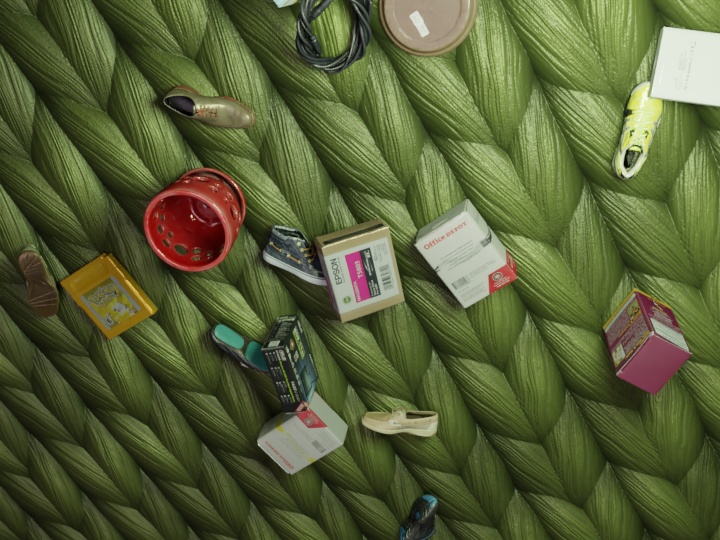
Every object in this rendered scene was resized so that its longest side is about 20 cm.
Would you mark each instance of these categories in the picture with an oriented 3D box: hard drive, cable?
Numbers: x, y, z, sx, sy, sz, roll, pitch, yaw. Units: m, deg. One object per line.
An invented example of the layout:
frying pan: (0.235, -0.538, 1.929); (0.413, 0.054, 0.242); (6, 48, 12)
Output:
hard drive: (0.667, -0.386, 1.346); (0.199, 0.026, 0.132); (9, 98, 4)
cable: (-0.053, -0.473, 1.388); (0.163, 0.051, 0.200); (-18, 144, -27)

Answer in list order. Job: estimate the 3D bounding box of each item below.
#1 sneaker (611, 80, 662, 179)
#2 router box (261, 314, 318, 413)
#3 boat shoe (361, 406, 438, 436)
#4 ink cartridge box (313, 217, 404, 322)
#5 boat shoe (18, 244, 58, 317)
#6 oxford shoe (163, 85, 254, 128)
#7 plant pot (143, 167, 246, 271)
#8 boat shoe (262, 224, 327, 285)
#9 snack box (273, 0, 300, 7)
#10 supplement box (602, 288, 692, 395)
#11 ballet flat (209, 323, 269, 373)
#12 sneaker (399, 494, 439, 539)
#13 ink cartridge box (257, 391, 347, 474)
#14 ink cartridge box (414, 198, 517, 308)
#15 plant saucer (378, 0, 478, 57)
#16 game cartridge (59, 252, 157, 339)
sneaker: (0.564, -0.277, 1.413); (0.075, 0.076, 0.201); (8, 115, 8)
router box: (-0.172, 0.234, 1.760); (0.062, 0.150, 0.200); (-9, 115, 14)
boat shoe: (0.103, 0.387, 1.839); (0.199, 0.072, 0.065); (6, 109, 4)
ink cartridge box: (0.000, 0.000, 1.621); (0.164, 0.075, 0.201); (-19, 115, -10)
boat shoe: (-0.832, 0.028, 1.827); (0.073, 0.063, 0.201); (-9, 121, -15)
oxford shoe: (-0.333, -0.346, 1.534); (0.199, 0.075, 0.071); (14, 118, 2)
plant pot: (-0.363, -0.122, 1.593); (0.200, 0.183, 0.201); (4, 117, 8)
boat shoe: (-0.131, -0.036, 1.658); (0.200, 0.071, 0.091); (21, 122, 1)
snack box: (-0.094, -0.551, 1.317); (0.116, 0.200, 0.037); (-33, 104, 23)
supplement box: (0.628, 0.152, 1.552); (0.103, 0.200, 0.131); (27, 119, -4)
ballet flat: (-0.308, 0.206, 1.823); (0.200, 0.073, 0.073); (35, 117, -16)
sneaker: (0.182, 0.708, 1.996); (0.082, 0.073, 0.200); (15, 125, -17)
ink cartridge box: (-0.158, 0.441, 1.900); (0.200, 0.083, 0.145); (-35, 106, 23)
ink cartridge box: (0.238, -0.038, 1.587); (0.144, 0.084, 0.200); (-32, 108, 24)
plant saucer: (0.133, -0.523, 1.390); (0.199, 0.029, 0.201); (4, 118, 7)
game cartridge: (-0.655, 0.067, 1.826); (0.176, 0.032, 0.200); (-29, 110, 21)
